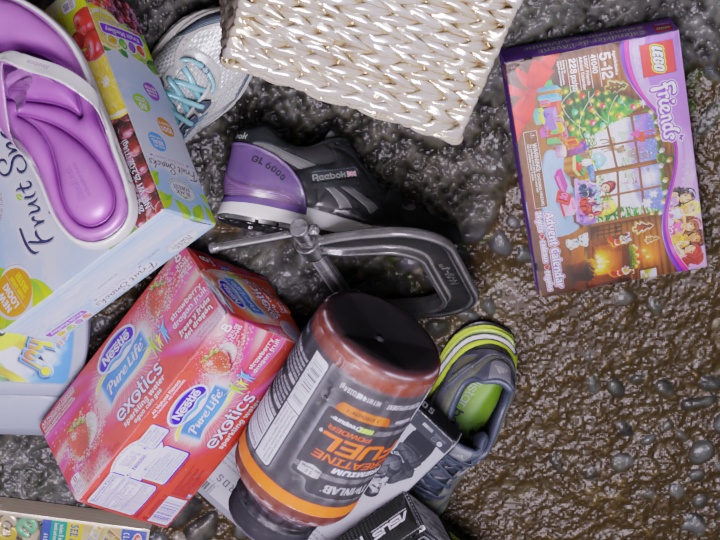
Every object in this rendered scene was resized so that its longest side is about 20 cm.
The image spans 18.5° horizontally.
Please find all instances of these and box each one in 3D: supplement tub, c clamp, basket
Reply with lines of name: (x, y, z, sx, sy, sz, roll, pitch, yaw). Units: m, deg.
supplement tub: (-0.027, 0.120, 1.685, 0.107, 0.107, 0.200, 24, 119, -13)
c clamp: (0.000, 0.000, 1.702, 0.170, 0.027, 0.200, -9, 155, 18)
basket: (0.005, -0.216, 1.573, 0.199, 0.198, 0.161, 18, 113, -11)

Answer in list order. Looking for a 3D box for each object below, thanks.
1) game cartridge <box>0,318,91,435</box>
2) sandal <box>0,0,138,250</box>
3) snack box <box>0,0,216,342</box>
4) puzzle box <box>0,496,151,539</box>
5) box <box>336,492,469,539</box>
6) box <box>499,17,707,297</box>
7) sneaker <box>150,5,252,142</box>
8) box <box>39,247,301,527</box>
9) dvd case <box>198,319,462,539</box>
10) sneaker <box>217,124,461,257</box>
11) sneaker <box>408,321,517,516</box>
game cartridge: (-0.280, 0.038, 1.749, 0.133, 0.040, 0.201, 1, 113, -8)
sandal: (-0.214, -0.109, 1.512, 0.082, 0.050, 0.203, -35, 81, 2)
snack box: (-0.213, -0.076, 1.606, 0.168, 0.201, 0.068, -34, 152, 25)
puzzle box: (-0.254, 0.290, 1.861, 0.133, 0.025, 0.201, 7, 112, -8)
box: (0.015, 0.284, 1.821, 0.193, 0.048, 0.200, -37, 139, 9)
box: (0.190, -0.087, 1.724, 0.136, 0.039, 0.201, -11, 113, 0)
sneaker: (-0.148, -0.113, 1.665, 0.078, 0.086, 0.200, 41, 105, -19)
box: (-0.146, 0.091, 1.730, 0.100, 0.096, 0.200, 23, 113, -43)
dvd case: (-0.036, 0.145, 1.772, 0.150, 0.025, 0.200, 43, 119, -2)
sneaker: (-0.007, -0.063, 1.704, 0.199, 0.076, 0.088, 12, 83, -24)
sneaker: (0.067, 0.140, 1.789, 0.074, 0.081, 0.200, 21, 110, -12)
